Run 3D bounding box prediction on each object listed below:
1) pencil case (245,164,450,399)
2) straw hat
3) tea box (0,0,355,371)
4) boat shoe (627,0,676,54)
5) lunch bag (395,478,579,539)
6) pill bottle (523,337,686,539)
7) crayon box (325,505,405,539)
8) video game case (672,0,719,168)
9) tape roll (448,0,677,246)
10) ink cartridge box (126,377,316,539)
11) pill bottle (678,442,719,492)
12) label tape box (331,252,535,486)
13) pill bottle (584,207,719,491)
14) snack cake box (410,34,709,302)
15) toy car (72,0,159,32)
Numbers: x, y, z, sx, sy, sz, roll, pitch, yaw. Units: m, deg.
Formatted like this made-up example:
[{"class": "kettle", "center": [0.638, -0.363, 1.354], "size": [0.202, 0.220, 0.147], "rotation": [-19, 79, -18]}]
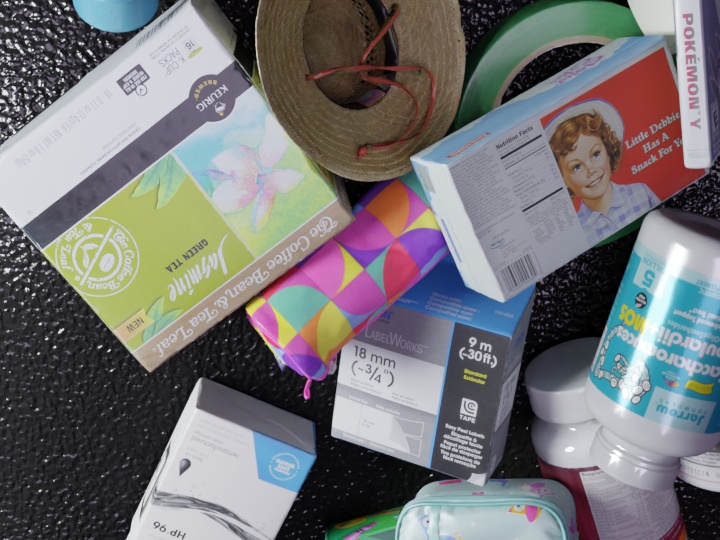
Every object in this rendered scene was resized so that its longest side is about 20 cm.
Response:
[{"class": "pencil case", "center": [0.000, 0.000, 0.856], "size": [0.200, 0.088, 0.088], "rotation": [-45, 108, -9]}, {"class": "straw hat", "center": [-0.018, -0.167, 0.816], "size": [0.200, 0.085, 0.203], "rotation": [-10, 107, -36]}, {"class": "tea box", "center": [-0.140, -0.072, 0.840], "size": [0.199, 0.134, 0.197], "rotation": [-37, 109, 8]}, {"class": "boat shoe", "center": [0.228, -0.264, 0.822], "size": [0.061, 0.073, 0.202], "rotation": [-13, 88, -14]}, {"class": "lunch bag", "center": [0.108, 0.280, 0.928], "size": [0.159, 0.077, 0.202], "rotation": [-3, 95, 16]}, {"class": "pill bottle", "center": [0.213, 0.168, 0.968], "size": [0.109, 0.110, 0.202], "rotation": [-20, 110, 2]}, {"class": "crayon box", "center": [0.047, 0.321, 1.013], "size": [0.118, 0.058, 0.202], "rotation": [-14, 97, 0]}, {"class": "video game case", "center": [0.265, -0.193, 0.813], "size": [0.023, 0.200, 0.184], "rotation": [1, 113, 30]}, {"class": "tape roll", "center": [0.172, -0.119, 0.898], "size": [0.198, 0.048, 0.203], "rotation": [-2, 109, -5]}, {"class": "ink cartridge box", "center": [-0.131, 0.211, 0.974], "size": [0.115, 0.068, 0.201], "rotation": [23, 106, -12]}, {"class": "pill bottle", "center": [0.310, 0.076, 0.942], "size": [0.113, 0.114, 0.202], "rotation": [-12, 110, -1]}, {"class": "label tape box", "center": [0.060, 0.058, 0.911], "size": [0.143, 0.063, 0.202], "rotation": [15, 110, 20]}, {"class": "pill bottle", "center": [0.238, 0.063, 0.835], "size": [0.110, 0.111, 0.202], "rotation": [12, 106, -9]}, {"class": "snack cake box", "center": [0.151, -0.079, 0.822], "size": [0.199, 0.067, 0.116], "rotation": [-30, 108, -13]}, {"class": "toy car", "center": [-0.115, -0.293, 0.750], "size": [0.198, 0.178, 0.185], "rotation": [-16, 148, -22]}]
